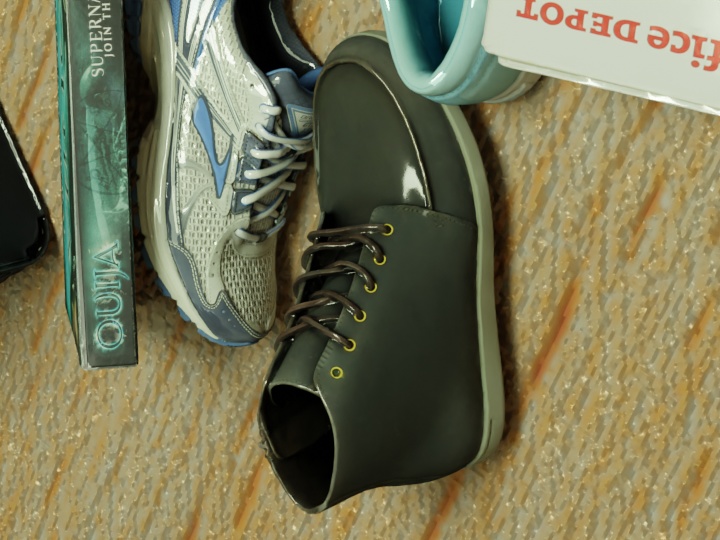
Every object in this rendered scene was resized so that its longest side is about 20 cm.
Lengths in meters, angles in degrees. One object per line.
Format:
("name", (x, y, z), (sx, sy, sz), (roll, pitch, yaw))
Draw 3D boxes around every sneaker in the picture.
("sneaker", (0.032, -0.167, 0.891), (0.074, 0.082, 0.201), (-11, 94, 33))
("sneaker", (0.000, 0.000, 0.925), (0.075, 0.106, 0.201), (-8, 96, 46))
("sneaker", (-0.054, -0.063, 0.977), (0.085, 0.077, 0.201), (-2, 101, 27))

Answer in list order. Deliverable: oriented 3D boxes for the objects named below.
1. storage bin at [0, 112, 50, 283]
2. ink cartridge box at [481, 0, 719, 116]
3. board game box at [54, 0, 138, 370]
("storage bin", (-0.263, -0.035, 1.041), (0.094, 0.200, 0.136), (-28, 84, 35))
("ink cartridge box", (0.138, -0.168, 0.819), (0.146, 0.084, 0.201), (18, 110, 30))
("board game box", (-0.125, -0.066, 0.996), (0.028, 0.135, 0.201), (-3, 101, -10))
